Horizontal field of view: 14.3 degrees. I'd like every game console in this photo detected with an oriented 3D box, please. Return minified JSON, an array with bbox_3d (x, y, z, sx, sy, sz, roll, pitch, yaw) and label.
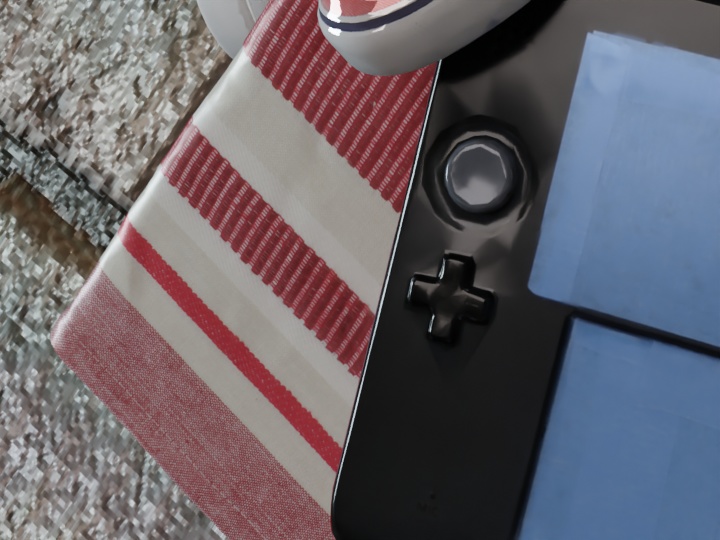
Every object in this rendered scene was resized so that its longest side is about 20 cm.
[{"bbox_3d":[0.100,0.019,0.768,0.200,0.031,0.177,16,93,20],"label":"game console"}]

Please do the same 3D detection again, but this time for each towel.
[{"bbox_3d":[0.000,0.000,0.865,0.144,0.023,0.200,45,121,15],"label":"towel"}]

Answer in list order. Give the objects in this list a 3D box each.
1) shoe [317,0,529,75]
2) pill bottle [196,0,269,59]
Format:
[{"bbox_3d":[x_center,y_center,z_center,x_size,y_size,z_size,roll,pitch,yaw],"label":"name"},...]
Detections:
[{"bbox_3d":[0.041,-0.152,0.778,0.200,0.091,0.071,-50,38,-14],"label":"shoe"},{"bbox_3d":[0.046,-0.101,0.892,0.200,0.112,0.112,4,72,42],"label":"pill bottle"}]
